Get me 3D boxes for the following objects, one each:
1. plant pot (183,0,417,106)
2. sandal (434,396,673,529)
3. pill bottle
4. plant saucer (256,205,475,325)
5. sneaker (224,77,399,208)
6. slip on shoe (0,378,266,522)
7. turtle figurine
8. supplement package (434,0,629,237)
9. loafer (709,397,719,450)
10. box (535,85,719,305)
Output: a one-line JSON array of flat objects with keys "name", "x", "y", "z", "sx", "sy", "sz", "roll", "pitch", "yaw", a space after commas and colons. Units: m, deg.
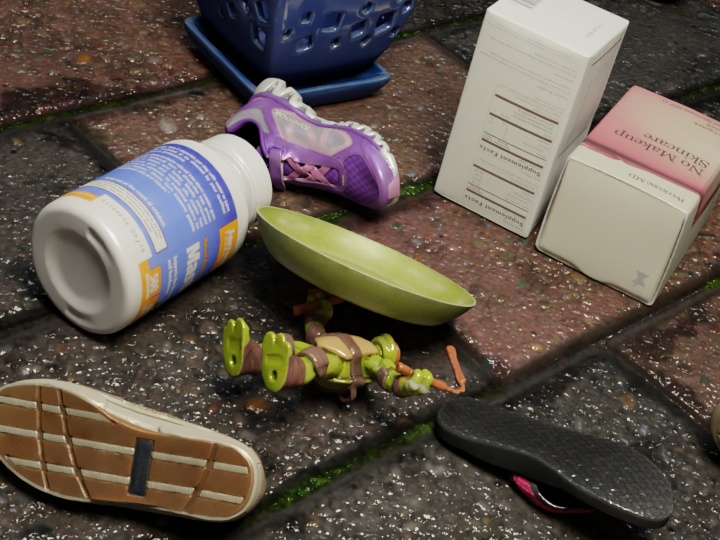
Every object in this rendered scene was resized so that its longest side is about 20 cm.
[{"name": "plant pot", "x": -0.067, "y": -0.286, "z": 1.357, "sx": 0.198, "sy": 0.182, "sz": 0.200, "roll": -16, "pitch": 45, "yaw": -35}, {"name": "sandal", "x": 0.145, "y": 0.151, "z": 0.981, "sx": 0.198, "sy": 0.046, "sz": 0.075, "roll": 19, "pitch": 28, "yaw": 31}, {"name": "pill bottle", "x": -0.161, "y": -0.040, "z": 1.056, "sx": 0.111, "sy": 0.113, "sz": 0.199, "roll": 30, "pitch": 39, "yaw": 21}, {"name": "plant saucer", "x": 0.000, "y": 0.000, "z": 1.073, "sx": 0.198, "sy": 0.031, "sz": 0.200, "roll": 23, "pitch": 8, "yaw": -3}, {"name": "sneaker", "x": -0.052, "y": -0.106, "z": 1.221, "sx": 0.199, "sy": 0.081, "sz": 0.088, "roll": 31, "pitch": 45, "yaw": 29}, {"name": "slip on shoe", "x": -0.159, "y": 0.124, "z": 0.890, "sx": 0.197, "sy": 0.077, "sz": 0.061, "roll": 10, "pitch": -5, "yaw": 7}, {"name": "turtle figurine", "x": -0.027, "y": 0.064, "z": 1.006, "sx": 0.160, "sy": 0.065, "sz": 0.199, "roll": 2, "pitch": 22, "yaw": -41}, {"name": "supplement package", "x": 0.162, "y": -0.156, "z": 1.249, "sx": 0.109, "sy": 0.202, "sz": 0.114, "roll": 28, "pitch": 37, "yaw": 17}, {"name": "loafer", "x": 0.370, "y": 0.133, "z": 1.054, "sx": 0.197, "sy": 0.077, "sz": 0.068, "roll": 18, "pitch": 34, "yaw": -13}, {"name": "box", "x": 0.275, "y": -0.079, "z": 1.265, "sx": 0.127, "sy": 0.110, "sz": 0.200, "roll": 27, "pitch": 37, "yaw": 16}]
